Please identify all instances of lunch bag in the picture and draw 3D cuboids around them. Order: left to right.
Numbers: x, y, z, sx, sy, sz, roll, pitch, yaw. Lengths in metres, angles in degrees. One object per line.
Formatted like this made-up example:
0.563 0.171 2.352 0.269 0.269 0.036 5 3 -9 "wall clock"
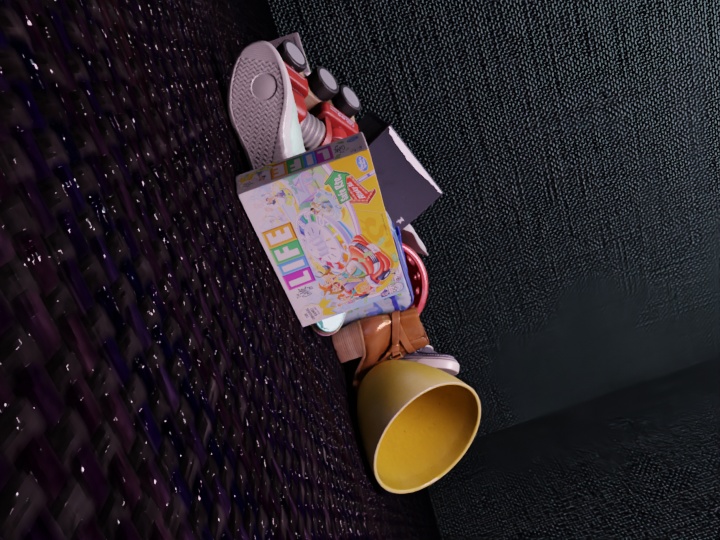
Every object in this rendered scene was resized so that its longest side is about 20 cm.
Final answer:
0.000 0.000 0.940 0.083 0.158 0.202 -108 179 -46 "lunch bag"

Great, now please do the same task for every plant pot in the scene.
0.034 0.024 1.255 0.183 0.197 0.204 -128 -161 -80 "plant pot"
0.071 0.226 0.922 0.142 0.198 0.202 40 -25 50 "plant pot"

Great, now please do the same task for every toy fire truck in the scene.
-0.085 -0.182 0.809 0.175 0.128 0.203 26 43 -43 "toy fire truck"

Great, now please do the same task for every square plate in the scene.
0.041 -0.095 1.205 0.029 0.197 0.198 -66 161 -5 "square plate"

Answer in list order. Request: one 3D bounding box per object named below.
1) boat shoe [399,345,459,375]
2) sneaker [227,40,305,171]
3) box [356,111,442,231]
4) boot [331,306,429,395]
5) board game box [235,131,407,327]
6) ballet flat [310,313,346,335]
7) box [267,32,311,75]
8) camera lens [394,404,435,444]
0.102 0.143 1.068 0.074 0.198 0.094 28 66 -39 "boat shoe"
-0.100 -0.157 0.688 0.118 0.072 0.204 -40 122 -81 "sneaker"
0.039 -0.175 0.995 0.148 0.104 0.200 47 8 -23 "box"
0.044 0.140 1.003 0.077 0.153 0.202 -108 179 -46 "boot"
-0.033 -0.034 0.618 0.035 0.132 0.202 -107 178 -47 "board game box"
-0.056 -0.016 0.767 0.071 0.068 0.204 -10 -96 59 "ballet flat"
-0.127 -0.315 1.077 0.201 0.100 0.114 69 3 -60 "box"
0.099 0.298 1.085 0.201 0.157 0.162 70 3 -59 "camera lens"
